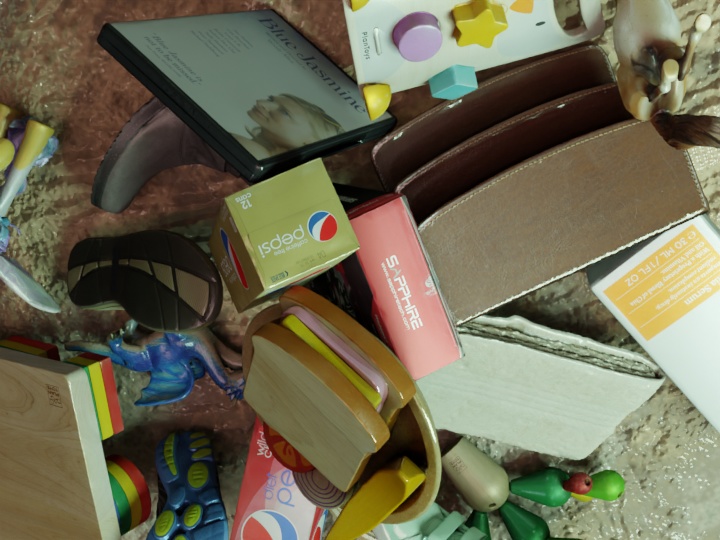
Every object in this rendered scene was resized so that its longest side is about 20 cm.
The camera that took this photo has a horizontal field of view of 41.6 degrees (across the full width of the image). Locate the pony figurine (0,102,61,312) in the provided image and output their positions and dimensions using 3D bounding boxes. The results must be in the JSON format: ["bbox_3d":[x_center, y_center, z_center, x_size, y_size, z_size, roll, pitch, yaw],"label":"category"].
[{"bbox_3d":[-0.323,-0.040,0.782,0.166,0.193,0.200,24,92,-2],"label":"pony figurine"}]

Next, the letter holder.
[{"bbox_3d":[0.123,-0.072,0.696,0.200,0.101,0.142,-25,102,0],"label":"letter holder"}]

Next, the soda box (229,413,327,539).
[{"bbox_3d":[-0.060,0.182,0.794,0.070,0.063,0.200,14,100,11],"label":"soda box"}]

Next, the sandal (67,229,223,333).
[{"bbox_3d":[-0.178,0.005,0.799,0.201,0.057,0.080,9,88,44],"label":"sandal"}]

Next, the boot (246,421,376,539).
[{"bbox_3d":[0.007,0.170,0.843,0.200,0.075,0.107,38,106,-3],"label":"boot"}]

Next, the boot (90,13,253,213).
[{"bbox_3d":[-0.125,-0.095,0.778,0.132,0.070,0.200,36,115,-9],"label":"boot"}]

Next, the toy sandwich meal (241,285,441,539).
[{"bbox_3d":[-0.027,0.109,0.664,0.205,0.070,0.205,24,131,31],"label":"toy sandwich meal"}]

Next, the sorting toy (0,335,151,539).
[{"bbox_3d":[-0.275,0.159,0.853,0.200,0.070,0.199,6,110,38],"label":"sorting toy"}]

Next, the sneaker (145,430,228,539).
[{"bbox_3d":[-0.147,0.225,0.826,0.071,0.200,0.083,-10,120,-5],"label":"sneaker"}]

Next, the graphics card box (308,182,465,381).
[{"bbox_3d":[0.000,0.000,0.719,0.051,0.200,0.126,-26,106,-13],"label":"graphics card box"}]

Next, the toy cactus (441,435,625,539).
[{"bbox_3d":[0.130,0.223,0.836,0.165,0.102,0.200,47,119,3],"label":"toy cactus"}]

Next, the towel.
[{"bbox_3d":[0.127,0.095,0.773,0.200,0.034,0.133,16,136,-13],"label":"towel"}]

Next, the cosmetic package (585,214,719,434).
[{"bbox_3d":[0.281,0.044,0.750,0.101,0.071,0.200,-41,98,19],"label":"cosmetic package"}]

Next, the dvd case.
[{"bbox_3d":[-0.068,-0.131,0.668,0.143,0.200,0.018,42,121,10],"label":"dvd case"}]

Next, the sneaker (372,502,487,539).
[{"bbox_3d":[0.098,0.221,0.765,0.200,0.074,0.118,48,126,5],"label":"sneaker"}]

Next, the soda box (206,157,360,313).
[{"bbox_3d":[-0.061,-0.017,0.667,0.068,0.200,0.064,-24,88,-14],"label":"soda box"}]

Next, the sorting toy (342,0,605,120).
[{"bbox_3d":[0.079,-0.193,0.645,0.180,0.107,0.200,-7,143,5],"label":"sorting toy"}]

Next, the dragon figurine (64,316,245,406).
[{"bbox_3d":[-0.176,0.085,0.850,0.200,0.059,0.100,-16,105,13],"label":"dragon figurine"}]

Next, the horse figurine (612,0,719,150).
[{"bbox_3d":[0.194,-0.161,0.620,0.050,0.133,0.200,-8,78,5],"label":"horse figurine"}]
